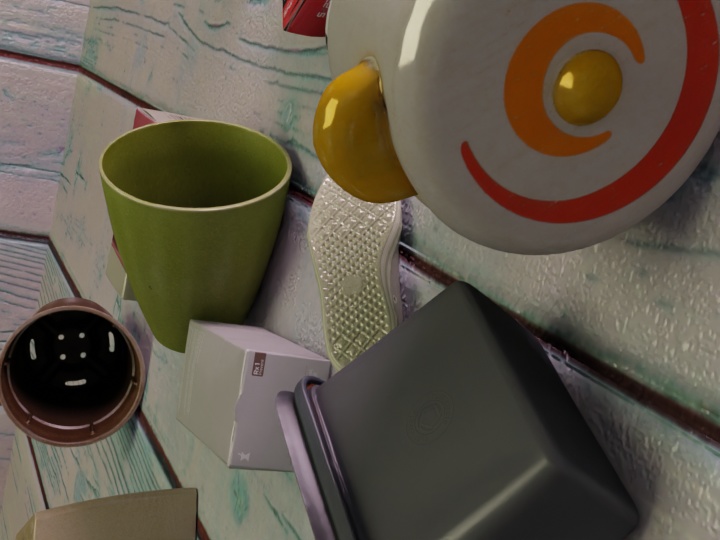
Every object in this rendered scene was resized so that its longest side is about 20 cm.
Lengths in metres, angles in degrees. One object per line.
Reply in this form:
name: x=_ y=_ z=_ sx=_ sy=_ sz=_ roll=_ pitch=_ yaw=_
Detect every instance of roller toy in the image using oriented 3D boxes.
roller toy: x=0.083 y=-0.108 z=0.589 sx=0.183 sy=0.199 sz=0.140 roll=-68 pitch=26 yaw=16

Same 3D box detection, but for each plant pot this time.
plant pot: x=-0.302 y=0.362 z=1.358 sx=0.200 sy=0.176 sz=0.201 roll=138 pitch=135 yaw=-57
plant pot: x=-0.417 y=0.129 z=1.723 sx=0.198 sy=0.199 sz=0.201 roll=-141 pitch=62 yaw=-74
plant pot: x=-0.166 y=-0.021 z=1.206 sx=0.187 sy=0.186 sz=0.201 roll=-116 pitch=25 yaw=-54

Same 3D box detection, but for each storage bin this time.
storage bin: x=0.061 y=0.113 z=0.660 sx=0.134 sy=0.145 sz=0.200 roll=-42 pitch=36 yaw=15

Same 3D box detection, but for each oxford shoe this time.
oxford shoe: x=0.000 y=0.000 z=0.918 sx=0.058 sy=0.075 sz=0.201 roll=66 pitch=-161 yaw=-59

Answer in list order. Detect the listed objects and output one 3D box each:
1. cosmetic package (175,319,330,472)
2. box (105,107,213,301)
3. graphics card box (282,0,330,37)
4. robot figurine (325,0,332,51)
cosmetic package: x=-0.105 y=0.112 z=1.098 sx=0.200 sy=0.090 sz=0.107 roll=18 pitch=98 yaw=64
box: x=-0.198 y=-0.068 z=1.326 sx=0.109 sy=0.127 sz=0.201 roll=-144 pitch=64 yaw=-64
graphics card box: x=-0.033 y=-0.340 z=1.130 sx=0.125 sy=0.051 sz=0.201 roll=135 pitch=137 yaw=-56
robot figurine: x=0.053 y=-0.177 z=0.764 sx=0.151 sy=0.125 sz=0.200 roll=-56 pitch=11 yaw=-28
